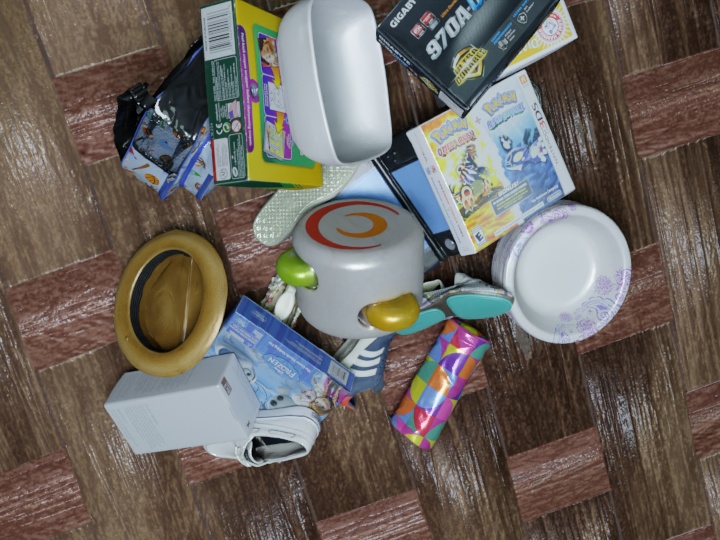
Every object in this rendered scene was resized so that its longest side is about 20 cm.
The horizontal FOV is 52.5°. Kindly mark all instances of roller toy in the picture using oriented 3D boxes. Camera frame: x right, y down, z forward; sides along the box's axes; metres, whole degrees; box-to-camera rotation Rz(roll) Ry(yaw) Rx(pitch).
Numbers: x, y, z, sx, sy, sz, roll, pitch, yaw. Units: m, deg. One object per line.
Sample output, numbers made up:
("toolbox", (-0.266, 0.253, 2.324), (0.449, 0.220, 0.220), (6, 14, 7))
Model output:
("roller toy", (0.000, 0.000, 0.995), (0.195, 0.183, 0.143), (9, 122, 17))

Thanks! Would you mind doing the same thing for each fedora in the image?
("fedora", (-0.256, 0.049, 1.033), (0.195, 0.082, 0.207), (-4, 79, 18))

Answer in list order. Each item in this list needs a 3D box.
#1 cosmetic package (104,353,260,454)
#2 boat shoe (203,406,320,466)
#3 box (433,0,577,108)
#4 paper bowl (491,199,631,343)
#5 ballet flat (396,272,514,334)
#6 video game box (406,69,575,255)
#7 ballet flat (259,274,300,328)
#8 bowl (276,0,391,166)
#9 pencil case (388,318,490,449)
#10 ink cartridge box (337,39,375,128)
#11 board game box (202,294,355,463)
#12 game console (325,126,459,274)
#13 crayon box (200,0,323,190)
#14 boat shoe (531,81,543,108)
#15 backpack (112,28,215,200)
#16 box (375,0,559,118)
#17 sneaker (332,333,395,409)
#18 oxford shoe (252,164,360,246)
("cosmetic package", (-0.250, 0.190, 1.031), (0.195, 0.075, 0.103), (-12, 120, 19))
("boat shoe", (-0.149, 0.248, 1.046), (0.195, 0.066, 0.073), (-9, 122, 20))
("box", (0.184, -0.326, 1.023), (0.196, 0.101, 0.115), (-27, 97, -2))
("paper bowl", (0.292, -0.003, 1.091), (0.195, 0.104, 0.207), (-2, 104, -9))
("ballet flat", (0.130, 0.039, 1.071), (0.196, 0.072, 0.074), (-15, 103, 28))
("video game box", (0.183, -0.149, 0.999), (0.197, 0.047, 0.185), (-31, 97, -22))
("ballet flat", (-0.133, 0.084, 1.078), (0.074, 0.064, 0.204), (21, 97, -10))
("bowl", (-0.036, -0.236, 0.918), (0.073, 0.199, 0.206), (-2, 104, 25))
("pencil case", (0.121, 0.173, 1.118), (0.087, 0.088, 0.203), (29, 97, -11))
("ink cartridge box", (-0.089, -0.232, 1.026), (0.196, 0.068, 0.119), (-23, 102, -3))
("board game box", (-0.142, 0.164, 1.058), (0.198, 0.044, 0.199), (36, 124, -11))
("game console", (0.059, -0.075, 1.052), (0.118, 0.170, 0.202), (-43, 103, -25))
("crayon box", (-0.116, -0.206, 0.898), (0.057, 0.172, 0.206), (-3, 92, 26))
("boat shoe", (0.234, -0.178, 1.079), (0.072, 0.060, 0.205), (13, 98, -9))
("backpack", (-0.225, -0.187, 0.956), (0.154, 0.189, 0.201), (46, 48, -14))
("box", (0.139, -0.326, 0.941), (0.158, 0.046, 0.201), (41, 87, 3))
("sneaker", (0.020, 0.128, 1.088), (0.084, 0.075, 0.201), (36, 116, -11))
("oxford shoe", (-0.076, -0.116, 1.048), (0.200, 0.058, 0.075), (-45, 87, 10))
